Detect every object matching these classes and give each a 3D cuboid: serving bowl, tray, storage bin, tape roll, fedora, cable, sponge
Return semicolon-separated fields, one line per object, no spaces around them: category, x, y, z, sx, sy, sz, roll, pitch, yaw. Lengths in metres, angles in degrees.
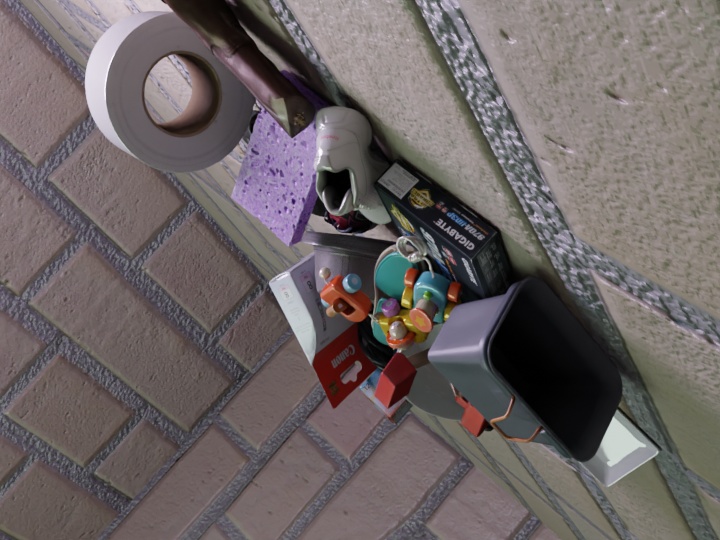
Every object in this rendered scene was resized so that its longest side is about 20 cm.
serving bowl;0.144;0.116;1.450;0.200;0.198;0.066;48;-150;-32
tray;0.289;0.189;1.399;0.200;0.022;0.107;44;131;0
storage bin;0.174;0.122;1.201;0.200;0.146;0.134;45;151;-23
tape roll;-0.254;-0.239;1.411;0.203;0.203;0.139;47;171;-26
fedora;0.000;0.000;1.456;0.174;0.092;0.200;9;-178;8
cable;0.075;0.080;1.543;0.199;0.164;0.051;38;-175;5
sponge;-0.093;-0.137;1.327;0.111;0.030;0.201;41;132;20

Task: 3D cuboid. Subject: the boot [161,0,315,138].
boot;-0.133;-0.244;1.191;0.201;0.064;0.186;52;-173;15

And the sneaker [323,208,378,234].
sneaker;-0.017;-0.085;1.482;0.081;0.075;0.200;43;173;5

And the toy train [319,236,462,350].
toy train;0.031;0.040;1.294;0.150;0.056;0.199;42;142;-14

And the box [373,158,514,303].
box;0.106;-0.029;1.255;0.159;0.046;0.200;40;171;29

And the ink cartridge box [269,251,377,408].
ink cartridge box;-0.032;0.070;1.525;0.202;0.057;0.162;60;-146;-4

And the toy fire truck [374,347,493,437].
toy fire truck;0.129;0.131;1.332;0.141;0.199;0.049;39;140;21

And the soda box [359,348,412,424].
soda box;0.091;0.131;1.594;0.068;0.200;0.064;40;172;20

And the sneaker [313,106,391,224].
sneaker;-0.013;-0.098;1.242;0.077;0.100;0.200;4;153;27

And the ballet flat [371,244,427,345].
ballet flat;0.050;0.018;1.355;0.067;0.063;0.201;29;144;10

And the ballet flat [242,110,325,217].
ballet flat;-0.105;-0.158;1.581;0.200;0.068;0.068;44;163;-5
